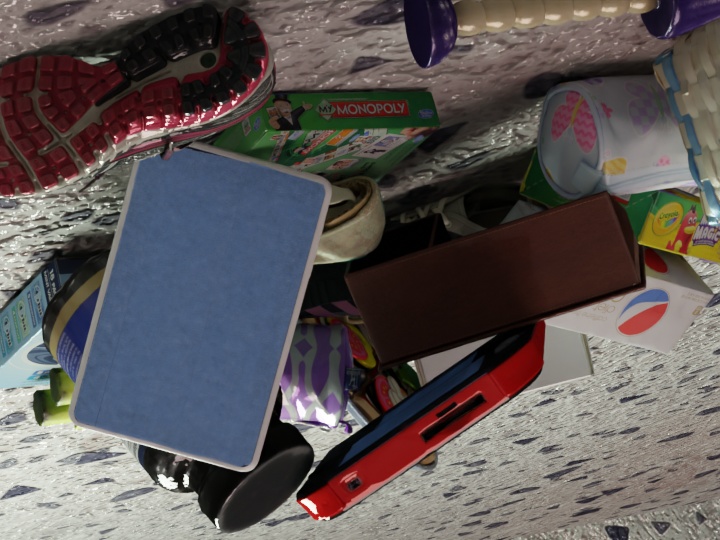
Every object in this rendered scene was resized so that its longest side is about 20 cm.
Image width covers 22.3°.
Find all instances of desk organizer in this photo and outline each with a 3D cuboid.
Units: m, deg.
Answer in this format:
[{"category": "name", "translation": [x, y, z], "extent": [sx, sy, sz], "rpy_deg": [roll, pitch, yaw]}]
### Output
[{"category": "desk organizer", "translation": [0.094, -0.005, 1.292], "extent": [0.199, 0.077, 0.072], "rpy_deg": [-18, -159, 15]}]

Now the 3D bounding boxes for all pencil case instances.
[{"category": "pencil case", "translation": [-0.099, 0.081, 1.402], "extent": [0.199, 0.086, 0.084], "rpy_deg": [3, -175, 0]}, {"category": "pencil case", "translation": [0.225, -0.096, 1.316], "extent": [0.199, 0.091, 0.083], "rpy_deg": [-4, 158, -28]}]

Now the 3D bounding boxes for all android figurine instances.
[{"category": "android figurine", "translation": [-0.169, 0.092, 1.531], "extent": [0.199, 0.041, 0.182], "rpy_deg": [-8, 163, -24]}]

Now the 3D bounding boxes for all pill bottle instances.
[{"category": "pill bottle", "translation": [-0.125, 0.083, 1.280], "extent": [0.112, 0.200, 0.112], "rpy_deg": [-35, 155, -19]}]

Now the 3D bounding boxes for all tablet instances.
[{"category": "tablet", "translation": [-0.105, 0.021, 1.192], "extent": [0.130, 0.201, 0.014], "rpy_deg": [15, -176, -1]}]

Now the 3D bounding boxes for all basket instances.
[{"category": "basket", "translation": [0.302, -0.119, 1.180], "extent": [0.139, 0.177, 0.200], "rpy_deg": [-20, -176, -39]}]

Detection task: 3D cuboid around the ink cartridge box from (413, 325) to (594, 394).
[{"category": "ink cartridge box", "translation": [0.121, 0.050, 1.594], "extent": [0.145, 0.088, 0.200], "rpy_deg": [-16, -174, 6]}]

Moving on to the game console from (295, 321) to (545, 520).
[{"category": "game console", "translation": [0.046, 0.099, 1.304], "extent": [0.200, 0.031, 0.177], "rpy_deg": [-35, -175, 11]}]

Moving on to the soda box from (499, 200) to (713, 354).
[{"category": "soda box", "translation": [0.186, 0.007, 1.438], "extent": [0.199, 0.064, 0.068], "rpy_deg": [14, 121, -42]}]

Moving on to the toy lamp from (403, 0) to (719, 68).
[{"category": "toy lamp", "translation": [0.128, -0.158, 1.090], "extent": [0.199, 0.058, 0.058], "rpy_deg": [-11, 163, -14]}]

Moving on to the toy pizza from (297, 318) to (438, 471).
[{"category": "toy pizza", "translation": [0.010, 0.081, 1.544], "extent": [0.032, 0.201, 0.200], "rpy_deg": [-37, 158, 12]}]

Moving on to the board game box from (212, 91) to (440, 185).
[{"category": "board game box", "translation": [-0.050, -0.069, 1.280], "extent": [0.134, 0.029, 0.200], "rpy_deg": [-3, 161, -30]}]

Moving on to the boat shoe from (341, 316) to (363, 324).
[{"category": "boat shoe", "translation": [0.076, -0.001, 1.517], "extent": [0.200, 0.063, 0.073], "rpy_deg": [-10, 138, -2]}]

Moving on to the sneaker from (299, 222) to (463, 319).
[{"category": "sneaker", "translation": [0.000, 0.000, 1.398], "extent": [0.199, 0.071, 0.082], "rpy_deg": [-3, -178, 11]}]

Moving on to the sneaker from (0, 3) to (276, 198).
[{"category": "sneaker", "translation": [-0.143, -0.086, 1.057], "extent": [0.199, 0.081, 0.075], "rpy_deg": [-16, 166, 3]}]

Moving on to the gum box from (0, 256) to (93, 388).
[{"category": "gum box", "translation": [-0.203, 0.041, 1.483], "extent": [0.169, 0.045, 0.200], "rpy_deg": [-3, 160, -34]}]

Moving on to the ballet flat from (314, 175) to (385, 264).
[{"category": "ballet flat", "translation": [-0.078, -0.030, 1.258], "extent": [0.199, 0.068, 0.063], "rpy_deg": [-13, 139, -18]}]

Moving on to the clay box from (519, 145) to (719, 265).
[{"category": "clay box", "translation": [0.225, -0.049, 1.445], "extent": [0.115, 0.048, 0.200], "rpy_deg": [26, -170, 34]}]

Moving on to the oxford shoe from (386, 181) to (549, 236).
[{"category": "oxford shoe", "translation": [0.056, -0.028, 1.451], "extent": [0.199, 0.075, 0.058], "rpy_deg": [-13, 138, 8]}]
